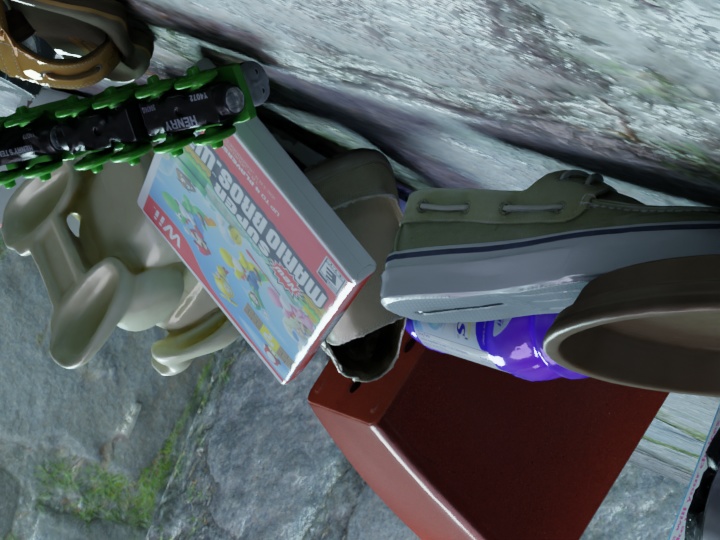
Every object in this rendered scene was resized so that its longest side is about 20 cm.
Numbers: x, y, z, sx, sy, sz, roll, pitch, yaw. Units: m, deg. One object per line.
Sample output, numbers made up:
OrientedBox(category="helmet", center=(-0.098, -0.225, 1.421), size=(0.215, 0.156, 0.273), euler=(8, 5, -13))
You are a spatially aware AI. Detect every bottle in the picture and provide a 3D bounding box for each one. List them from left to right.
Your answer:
OrientedBox(category="bottle", center=(0.098, 0.021, 1.283), size=(0.065, 0.084, 0.200), euler=(18, 179, -31))

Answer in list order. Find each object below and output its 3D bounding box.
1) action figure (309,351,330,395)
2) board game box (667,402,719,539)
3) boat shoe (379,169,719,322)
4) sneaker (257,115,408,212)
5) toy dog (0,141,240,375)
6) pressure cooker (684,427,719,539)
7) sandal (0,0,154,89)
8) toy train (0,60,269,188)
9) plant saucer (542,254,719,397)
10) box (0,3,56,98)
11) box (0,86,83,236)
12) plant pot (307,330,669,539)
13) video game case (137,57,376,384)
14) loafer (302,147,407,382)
OrientedBox(category="action figure", center=(-0.015, 0.031, 1.801), size=(0.192, 0.105, 0.200), euler=(16, -152, 8))
OrientedBox(category="board game box", center=(0.249, 0.166, 1.509), size=(0.034, 0.201, 0.134), euler=(22, 176, -7))
OrientedBox(category="boat shoe", center=(0.090, -0.015, 1.020), size=(0.199, 0.062, 0.072), euler=(-4, 165, 37))
OrientedBox(category="sneaker", center=(-0.054, -0.036, 1.337), size=(0.199, 0.088, 0.076), euler=(27, 174, -38))
OrientedBox(category="toy dog", center=(-0.103, -0.023, 1.457), size=(0.199, 0.194, 0.140), euler=(13, -149, -46))
OrientedBox(category="pressure cooker", center=(0.315, 0.165, 1.326), size=(0.199, 0.179, 0.176), euler=(19, 171, 45))
OrientedBox(category="sandal", center=(-0.155, -0.116, 1.117), size=(0.080, 0.054, 0.200), euler=(21, 175, 12))
OrientedBox(category="toy train", center=(-0.124, -0.077, 1.153), size=(0.199, 0.042, 0.056), euler=(-8, -164, 41))
OrientedBox(category="plant saucer", center=(0.178, 0.026, 0.967), size=(0.199, 0.030, 0.200), euler=(3, 166, 1))
OrientedBox(category="box", center=(-0.288, -0.161, 1.248), size=(0.160, 0.044, 0.200), euler=(14, 171, 37))
OrientedBox(category="box", center=(-0.147, -0.041, 1.617), size=(0.199, 0.107, 0.152), euler=(26, 174, -39))
OrientedBox(category="plant pot", center=(0.082, 0.096, 1.687), size=(0.176, 0.201, 0.200), euler=(38, 170, -23))
OrientedBox(category="video game case", center=(-0.062, -0.021, 1.239), size=(0.143, 0.017, 0.200), euler=(51, 159, 6))
OrientedBox(category="loafer", center=(0.000, 0.000, 1.280), size=(0.200, 0.075, 0.069), euler=(77, 167, -63))
